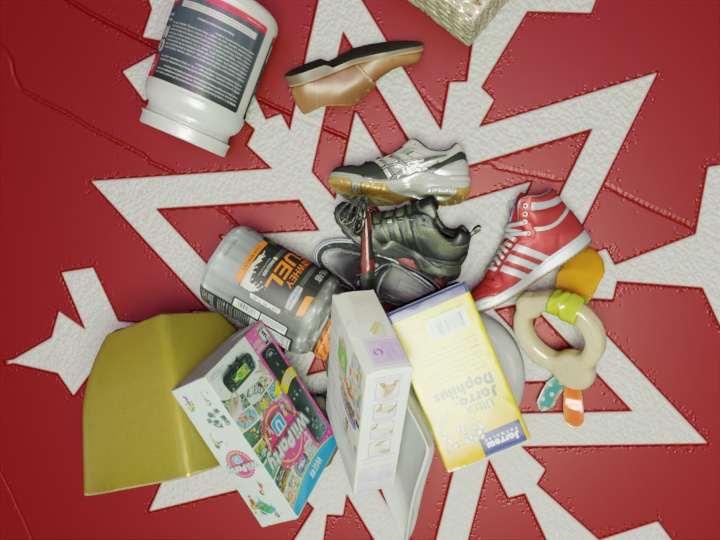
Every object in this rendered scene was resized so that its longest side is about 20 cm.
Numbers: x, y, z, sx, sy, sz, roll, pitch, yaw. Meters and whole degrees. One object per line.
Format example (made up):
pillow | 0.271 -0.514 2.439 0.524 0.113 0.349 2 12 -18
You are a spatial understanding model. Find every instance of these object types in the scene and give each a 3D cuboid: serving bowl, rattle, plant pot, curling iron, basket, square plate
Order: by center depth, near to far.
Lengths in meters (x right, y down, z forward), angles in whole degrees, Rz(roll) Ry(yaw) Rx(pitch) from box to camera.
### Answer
square plate | 0.044 0.207 0.744 0.028 0.199 0.202 -6 128 -16
basket | 0.112 -0.411 0.759 0.199 0.136 0.124 40 100 2
curling iron | 0.000 0.000 0.773 0.049 0.025 0.203 -17 113 -34
plant pot | -0.247 0.165 0.786 0.192 0.195 0.202 -18 79 26
rattle | 0.297 0.095 0.820 0.129 0.143 0.202 -14 113 31
serving bowl | 0.138 0.155 0.821 0.197 0.066 0.203 0 93 5

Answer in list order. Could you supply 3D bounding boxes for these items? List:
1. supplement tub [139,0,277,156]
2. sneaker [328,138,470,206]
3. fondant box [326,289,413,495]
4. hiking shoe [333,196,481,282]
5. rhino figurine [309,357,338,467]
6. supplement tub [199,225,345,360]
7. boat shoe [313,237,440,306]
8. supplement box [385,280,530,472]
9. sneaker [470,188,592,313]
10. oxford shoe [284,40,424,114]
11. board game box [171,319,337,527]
supplement tub | -0.208 -0.274 0.795 0.139 0.140 0.202 23 95 4
sneaker | 0.055 -0.141 0.819 0.197 0.076 0.089 3 78 2
fondant box | 0.004 0.148 0.709 0.058 0.145 0.202 -7 126 -15
hiking shoe | 0.063 -0.066 0.803 0.198 0.076 0.101 22 113 -5
rhino figurine | -0.051 0.200 0.846 0.087 0.060 0.202 25 93 1
supplement tub | -0.111 0.035 0.811 0.198 0.123 0.124 28 96 4
boat shoe | 0.023 0.010 0.823 0.198 0.068 0.072 26 95 4
supplement box | 0.117 0.126 0.732 0.108 0.109 0.202 -23 86 4
sneaker | 0.206 -0.031 0.800 0.199 0.071 0.113 -34 93 -1
oxford shoe | -0.002 -0.274 0.821 0.198 0.072 0.072 -16 119 6
board game box | -0.123 0.185 0.727 0.064 0.148 0.201 -25 102 26
